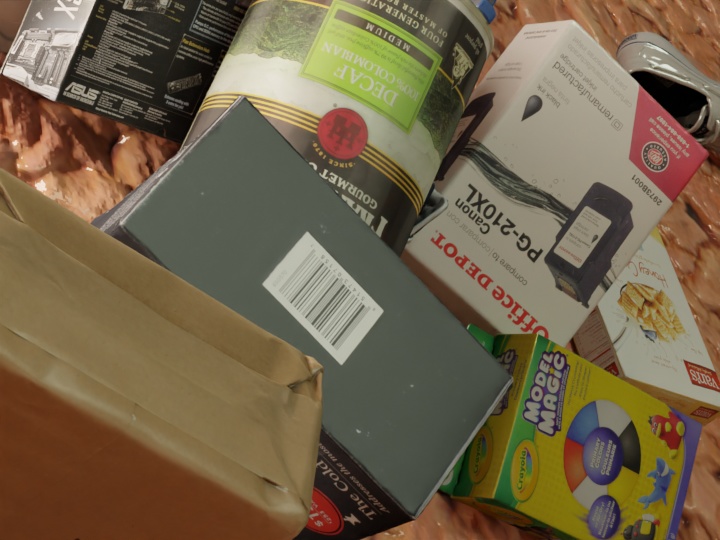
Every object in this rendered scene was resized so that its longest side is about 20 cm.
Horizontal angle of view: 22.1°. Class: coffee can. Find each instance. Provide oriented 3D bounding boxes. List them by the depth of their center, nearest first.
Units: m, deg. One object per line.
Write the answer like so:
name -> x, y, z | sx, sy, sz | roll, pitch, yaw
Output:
coffee can -> -0.025, -0.074, 1.080 | 0.146, 0.146, 0.201 | 32, 73, -29

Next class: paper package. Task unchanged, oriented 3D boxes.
paper package -> -0.151, 0.079, 0.788 | 0.190, 0.200, 0.104 | 34, 35, -28

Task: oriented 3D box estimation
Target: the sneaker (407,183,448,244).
sneaker -> 0.000, 0.000, 1.159 | 0.070, 0.108, 0.201 | 33, 35, -27

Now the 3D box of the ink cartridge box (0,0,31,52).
ink cartridge box -> -0.227, -0.238, 1.134 | 0.145, 0.084, 0.201 | 7, 52, -50

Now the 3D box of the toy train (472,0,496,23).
toy train -> 0.044, -0.140, 1.304 | 0.046, 0.201, 0.034 | 23, -14, 38

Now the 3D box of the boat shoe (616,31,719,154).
boat shoe -> 0.329, -0.153, 1.807 | 0.199, 0.074, 0.066 | 29, 41, -16

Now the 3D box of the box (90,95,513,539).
box -> -0.060, 0.044, 0.942 | 0.200, 0.182, 0.104 | 46, 56, -9

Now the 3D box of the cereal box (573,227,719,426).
cereal box -> 0.213, 0.024, 1.483 | 0.143, 0.039, 0.201 | 17, 45, -44

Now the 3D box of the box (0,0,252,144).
box -> -0.107, -0.160, 1.113 | 0.050, 0.158, 0.200 | 27, 7, 32

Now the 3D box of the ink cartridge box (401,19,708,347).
ink cartridge box -> 0.120, -0.050, 1.280 | 0.145, 0.200, 0.084 | 41, -9, -18

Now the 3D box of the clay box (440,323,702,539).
clay box -> 0.138, 0.121, 1.226 | 0.200, 0.047, 0.115 | 28, 70, -35
